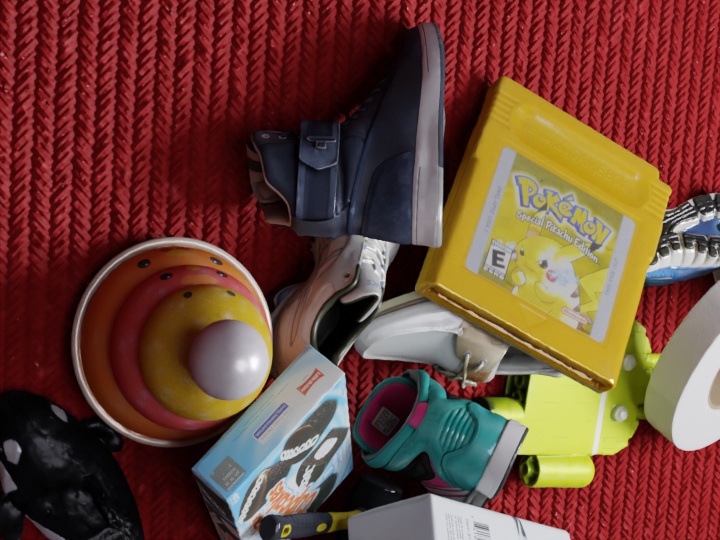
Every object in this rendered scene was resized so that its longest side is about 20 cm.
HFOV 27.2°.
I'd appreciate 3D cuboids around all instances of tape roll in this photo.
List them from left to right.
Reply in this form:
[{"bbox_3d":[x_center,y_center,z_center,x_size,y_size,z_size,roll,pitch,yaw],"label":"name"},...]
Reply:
[{"bbox_3d":[0.332,0.069,1.308,0.202,0.037,0.204,-30,142,-26],"label":"tape roll"}]

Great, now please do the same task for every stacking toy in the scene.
[{"bbox_3d":[-0.100,0.052,0.967,0.145,0.200,0.148,-1,92,-22],"label":"stacking toy"}]

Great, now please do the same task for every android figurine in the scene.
[{"bbox_3d":[0.184,0.097,1.281,0.199,0.041,0.184,7,95,-33],"label":"android figurine"}]

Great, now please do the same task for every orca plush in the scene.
[{"bbox_3d":[-0.190,0.175,1.020,0.105,0.071,0.202,-21,111,-29],"label":"orca plush"}]

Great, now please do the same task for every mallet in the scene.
[{"bbox_3d":[-0.020,0.178,1.105,0.066,0.041,0.200,-67,156,-5],"label":"mallet"}]

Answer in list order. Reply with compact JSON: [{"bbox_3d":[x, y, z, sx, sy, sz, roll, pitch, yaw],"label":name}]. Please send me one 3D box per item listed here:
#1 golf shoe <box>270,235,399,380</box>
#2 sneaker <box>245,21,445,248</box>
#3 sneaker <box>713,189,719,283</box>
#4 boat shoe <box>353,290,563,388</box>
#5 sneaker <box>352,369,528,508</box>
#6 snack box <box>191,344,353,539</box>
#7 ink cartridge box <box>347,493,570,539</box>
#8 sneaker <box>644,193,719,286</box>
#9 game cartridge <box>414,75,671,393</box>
[{"bbox_3d":[0.000,0.000,1.101,0.078,0.097,0.201,35,78,-32],"label":"golf shoe"},{"bbox_3d":[-0.008,-0.106,1.086,0.077,0.145,0.204,84,9,-50],"label":"sneaker"},{"bbox_3d":[0.375,0.004,1.384,0.199,0.075,0.089,29,95,-29],"label":"sneaker"},{"bbox_3d":[0.089,0.053,1.161,0.198,0.075,0.069,-6,68,-19],"label":"boat shoe"},{"bbox_3d":[0.052,0.139,1.156,0.120,0.200,0.084,27,68,5],"label":"sneaker"},{"bbox_3d":[-0.057,0.141,1.055,0.116,0.037,0.200,-46,162,-18],"label":"snack box"},{"bbox_3d":[0.085,0.261,1.119,0.199,0.083,0.148,24,54,-47],"label":"ink cartridge box"},{"bbox_3d":[0.234,-0.015,1.265,0.198,0.089,0.079,0,66,-13],"label":"sneaker"},{"bbox_3d":[0.150,-0.030,1.166,0.175,0.032,0.201,28,64,-14],"label":"game cartridge"}]
